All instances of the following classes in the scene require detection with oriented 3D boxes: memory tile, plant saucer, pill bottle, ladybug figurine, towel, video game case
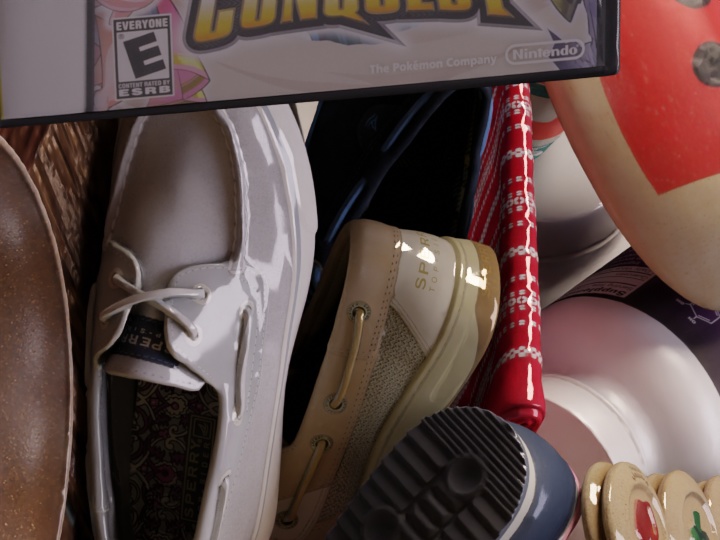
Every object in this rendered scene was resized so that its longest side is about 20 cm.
[{"bbox_3d":[0.139,0.149,1.060,0.200,0.017,0.154,13,64,-61],"label":"memory tile"},{"bbox_3d":[-0.132,0.056,0.788,0.200,0.032,0.201,6,90,-74],"label":"plant saucer"},{"bbox_3d":[0.134,0.045,1.213,0.200,0.112,0.113,-34,130,-44],"label":"pill bottle"},{"bbox_3d":[0.088,0.024,1.350,0.113,0.112,0.200,-67,159,-45],"label":"pill bottle"},{"bbox_3d":[0.128,-0.084,1.155,0.136,0.072,0.200,-10,74,-59],"label":"ladybug figurine"},{"bbox_3d":[0.044,0.006,1.120,0.145,0.022,0.200,110,-17,-56],"label":"towel"},{"bbox_3d":[-0.018,-0.139,0.850,0.026,0.199,0.181,-129,-144,-66],"label":"video game case"}]

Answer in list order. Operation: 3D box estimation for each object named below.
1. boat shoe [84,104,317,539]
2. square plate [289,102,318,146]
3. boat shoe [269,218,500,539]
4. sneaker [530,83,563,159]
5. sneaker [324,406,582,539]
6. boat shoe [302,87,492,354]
[{"bbox_3d":[-0.063,0.023,0.960,0.069,0.072,0.201,-42,143,-66],"label":"boat shoe"},{"bbox_3d":[-0.002,-0.082,1.181,0.200,0.028,0.198,-67,155,-45],"label":"square plate"},{"bbox_3d":[-0.021,0.060,1.036,0.200,0.065,0.072,-58,-154,34],"label":"boat shoe"},{"bbox_3d":[0.065,-0.139,1.299,0.093,0.070,0.200,110,-23,-51],"label":"sneaker"},{"bbox_3d":[0.001,0.133,1.008,0.082,0.200,0.070,25,28,-57],"label":"sneaker"},{"bbox_3d":[0.000,0.000,1.078,0.069,0.084,0.201,47,-44,51],"label":"boat shoe"}]
